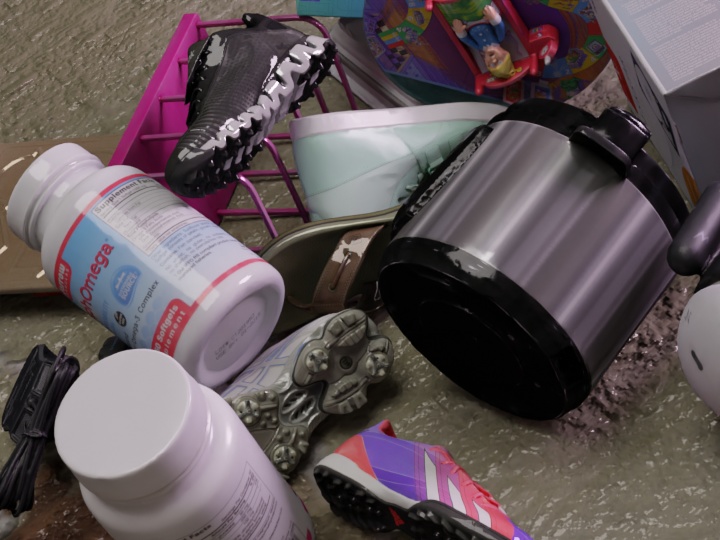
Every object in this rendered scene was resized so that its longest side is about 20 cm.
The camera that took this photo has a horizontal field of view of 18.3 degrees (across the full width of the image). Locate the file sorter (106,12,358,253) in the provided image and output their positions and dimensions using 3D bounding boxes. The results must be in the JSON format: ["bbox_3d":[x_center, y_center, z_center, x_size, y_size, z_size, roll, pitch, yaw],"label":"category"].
[{"bbox_3d":[-0.093,-0.093,1.782,0.125,0.139,0.200,-2,44,24],"label":"file sorter"}]

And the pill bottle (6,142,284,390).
[{"bbox_3d":[-0.161,-0.007,1.635,0.200,0.109,0.109,35,66,23],"label":"pill bottle"}]

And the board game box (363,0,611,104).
[{"bbox_3d":[0.102,-0.182,1.716,0.199,0.158,0.039,13,45,-9],"label":"board game box"}]

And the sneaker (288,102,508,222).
[{"bbox_3d":[0.042,-0.069,1.748,0.200,0.119,0.074,-8,2,-25],"label":"sneaker"}]

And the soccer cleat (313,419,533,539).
[{"bbox_3d":[0.056,0.152,1.486,0.073,0.068,0.200,-42,39,-25],"label":"soccer cleat"}]

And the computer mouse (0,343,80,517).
[{"bbox_3d":[-0.241,0.127,1.664,0.141,0.046,0.200,-67,13,-7],"label":"computer mouse"}]

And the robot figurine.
[{"bbox_3d":[0.291,0.015,1.461,0.150,0.125,0.200,14,53,38],"label":"robot figurine"}]

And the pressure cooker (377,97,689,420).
[{"bbox_3d":[0.130,-0.019,1.545,0.176,0.179,0.200,12,56,51],"label":"pressure cooker"}]

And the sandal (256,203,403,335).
[{"bbox_3d":[0.000,-0.001,1.672,0.200,0.080,0.057,-20,37,7],"label":"sandal"}]

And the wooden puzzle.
[{"bbox_3d":[-0.268,-0.040,1.896,0.199,0.046,0.186,1,46,23],"label":"wooden puzzle"}]

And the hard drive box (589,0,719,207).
[{"bbox_3d":[0.242,-0.139,1.637,0.077,0.156,0.200,-25,38,3],"label":"hard drive box"}]

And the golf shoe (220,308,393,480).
[{"bbox_3d":[-0.068,0.102,1.622,0.200,0.078,0.097,-35,15,-11],"label":"golf shoe"}]

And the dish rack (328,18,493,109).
[{"bbox_3d":[0.067,-0.200,1.891,0.171,0.044,0.200,-35,39,-10],"label":"dish rack"}]

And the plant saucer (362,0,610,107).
[{"bbox_3d":[0.102,-0.204,1.748,0.199,0.200,0.036,-12,43,17],"label":"plant saucer"}]

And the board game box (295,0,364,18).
[{"bbox_3d":[0.045,-0.252,1.842,0.199,0.045,0.152,3,28,-4],"label":"board game box"}]

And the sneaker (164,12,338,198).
[{"bbox_3d":[-0.102,-0.127,1.661,0.090,0.067,0.200,32,49,10],"label":"sneaker"}]

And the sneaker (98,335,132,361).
[{"bbox_3d":[-0.159,0.101,1.633,0.082,0.073,0.200,-16,31,15],"label":"sneaker"}]

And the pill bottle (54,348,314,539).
[{"bbox_3d":[-0.115,0.143,1.467,0.113,0.200,0.114,-12,52,16],"label":"pill bottle"}]
